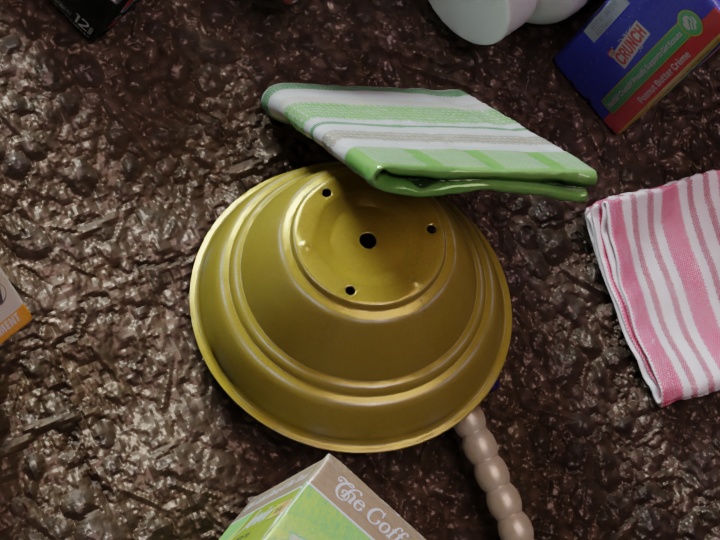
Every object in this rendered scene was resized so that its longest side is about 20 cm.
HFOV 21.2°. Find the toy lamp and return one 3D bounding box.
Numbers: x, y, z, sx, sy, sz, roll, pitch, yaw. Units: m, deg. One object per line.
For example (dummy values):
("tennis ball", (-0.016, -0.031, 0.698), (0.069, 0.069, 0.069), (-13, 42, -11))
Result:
("toy lamp", (0.082, 0.130, 1.185), (0.058, 0.058, 0.201), (-19, 81, -27))

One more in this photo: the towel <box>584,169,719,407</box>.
("towel", (0.256, 0.000, 1.316), (0.199, 0.030, 0.147), (-16, 81, -27))

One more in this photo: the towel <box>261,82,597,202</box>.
("towel", (0.036, -0.076, 1.166), (0.148, 0.200, 0.031), (0, 109, -21))

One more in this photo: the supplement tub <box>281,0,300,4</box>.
("supplement tub", (-0.086, -0.268, 1.214), (0.200, 0.107, 0.107), (39, 63, -7))

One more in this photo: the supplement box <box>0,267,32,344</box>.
("supplement box", (-0.284, -0.017, 1.027), (0.126, 0.073, 0.201), (-43, 117, -27))

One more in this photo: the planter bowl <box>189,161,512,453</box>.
("planter bowl", (0.000, 0.000, 1.145), (0.199, 0.084, 0.201), (4, 59, -6))

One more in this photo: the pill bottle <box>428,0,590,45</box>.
("pill bottle", (0.135, -0.235, 1.294), (0.200, 0.111, 0.111), (-38, 90, -28))

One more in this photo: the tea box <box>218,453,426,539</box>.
("tea box", (-0.022, 0.247, 1.060), (0.200, 0.134, 0.197), (41, 62, -6))

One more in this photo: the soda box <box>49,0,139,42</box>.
("soda box", (-0.205, -0.240, 1.179), (0.200, 0.063, 0.071), (45, 62, -3))

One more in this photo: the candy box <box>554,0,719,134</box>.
("candy box", (0.245, -0.203, 1.298), (0.200, 0.169, 0.077), (-39, 87, -27))
